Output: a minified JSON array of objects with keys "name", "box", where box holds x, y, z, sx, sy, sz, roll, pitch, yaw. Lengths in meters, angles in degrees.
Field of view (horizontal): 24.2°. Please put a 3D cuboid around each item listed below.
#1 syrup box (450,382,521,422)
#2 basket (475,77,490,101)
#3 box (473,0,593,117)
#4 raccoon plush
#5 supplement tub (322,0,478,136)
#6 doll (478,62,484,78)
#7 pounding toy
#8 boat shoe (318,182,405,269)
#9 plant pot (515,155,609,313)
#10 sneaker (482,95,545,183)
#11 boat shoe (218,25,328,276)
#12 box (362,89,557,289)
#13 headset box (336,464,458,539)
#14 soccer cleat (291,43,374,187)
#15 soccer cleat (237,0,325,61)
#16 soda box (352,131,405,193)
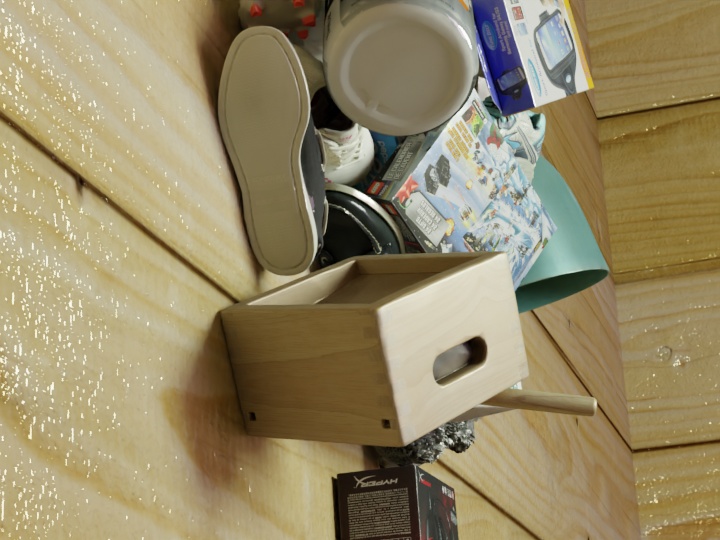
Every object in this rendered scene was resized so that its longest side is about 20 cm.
[{"name":"syrup box","box":[0.048,0.088,1.459,0.200,0.081,0.079,5,73,-48]},{"name":"basket","box":[0.051,-0.210,1.690,0.200,0.123,0.136,57,28,-58]},{"name":"box","box":[0.163,-0.217,1.613,0.200,0.041,0.119,-27,100,-63]},{"name":"raccoon plush","box":[0.067,0.097,1.584,0.134,0.097,0.200,1,104,-75]},{"name":"supplement tub","box":[0.031,-0.206,1.363,0.200,0.122,0.123,-91,165,-56]},{"name":"doll","box":[0.120,-0.288,1.655,0.136,0.048,0.200,11,71,-72]},{"name":"pounding toy","box":[0.040,0.068,1.258,0.200,0.184,0.142,-22,105,-46]},{"name":"boat shoe","box":[-0.002,0.000,1.487,0.199,0.074,0.066,67,36,-55]},{"name":"plant pot","box":[0.156,-0.042,1.867,0.201,0.200,0.161,21,50,-72]},{"name":"sneaker","box":[0.118,-0.138,1.626,0.200,0.078,0.086,6,110,-62]},{"name":"boat shoe","box":[-0.062,-0.098,1.320,0.060,0.074,0.200,-60,142,-66]},{"name":"box","box":[0.095,-0.053,1.530,0.137,0.040,0.200,-54,133,-21]},{"name":"headset box","box":[0.040,0.283,1.471,0.149,0.075,0.200,44,40,-66]},{"name":"soccer cleat","box":[-0.027,-0.116,1.413,0.070,0.086,0.200,-51,145,-7]},{"name":"soccer cleat","box":[-0.062,-0.220,1.414,0.200,0.069,0.078,54,25,-73]},{"name":"soda box","box":[0.039,-0.059,1.561,0.064,0.068,0.200,-45,129,-46]}]
